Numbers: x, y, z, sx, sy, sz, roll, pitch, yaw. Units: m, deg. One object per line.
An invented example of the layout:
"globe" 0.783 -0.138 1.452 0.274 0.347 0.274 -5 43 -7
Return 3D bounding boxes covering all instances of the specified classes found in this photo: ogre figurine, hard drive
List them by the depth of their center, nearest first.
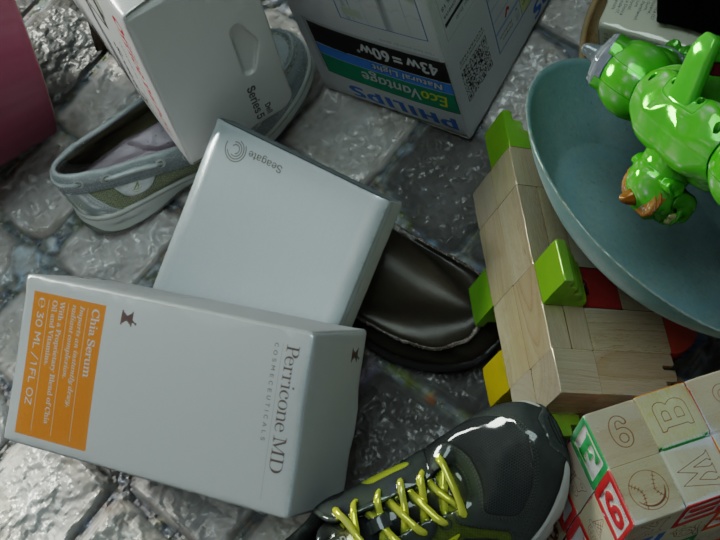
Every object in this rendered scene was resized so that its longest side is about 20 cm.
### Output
"ogre figurine" 0.185 -0.068 0.615 0.098 0.119 0.202 -47 49 38
"hard drive" -0.069 0.026 0.753 0.131 0.027 0.203 26 99 25

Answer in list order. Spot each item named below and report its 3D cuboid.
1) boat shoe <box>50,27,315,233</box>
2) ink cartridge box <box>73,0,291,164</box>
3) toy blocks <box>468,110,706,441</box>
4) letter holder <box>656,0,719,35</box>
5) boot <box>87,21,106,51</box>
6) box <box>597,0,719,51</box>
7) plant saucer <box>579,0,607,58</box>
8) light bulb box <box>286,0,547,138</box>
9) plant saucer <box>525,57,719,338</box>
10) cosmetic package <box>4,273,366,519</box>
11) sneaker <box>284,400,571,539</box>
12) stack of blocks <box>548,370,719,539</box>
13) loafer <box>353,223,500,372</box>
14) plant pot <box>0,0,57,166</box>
"boat shoe" -0.120 -0.105 0.855 0.200 0.065 0.075 -33 62 -4
"ink cartridge box" -0.139 -0.191 0.791 0.083 0.146 0.201 -33 59 -9
"toy blocks" 0.146 0.013 0.706 0.135 0.100 0.203 4 59 -22
"letter holder" 0.277 -0.194 0.661 0.198 0.101 0.143 20 68 21
"boot" -0.190 -0.262 0.958 0.074 0.074 0.203 -14 68 -10
"box" 0.246 -0.132 0.733 0.198 0.069 0.083 22 71 22
"plant saucer" 0.241 -0.136 0.795 0.197 0.036 0.203 -5 63 11
"light bulb box" 0.046 -0.232 0.799 0.123 0.201 0.200 22 71 24
"plant saucer" 0.164 -0.031 0.670 0.198 0.039 0.203 21 41 -19
"cosmetic package" -0.103 0.067 0.714 0.197 0.071 0.103 9 92 25
"sneaker" 0.025 0.137 0.644 0.200 0.084 0.075 -43 63 32
"stack of blocks" 0.200 0.098 0.645 0.197 0.116 0.059 -15 60 -14
"loafer" 0.000 0.000 0.770 0.198 0.072 0.074 22 71 23
"plant pot" -0.317 -0.128 0.857 0.177 0.201 0.201 -22 60 -15
